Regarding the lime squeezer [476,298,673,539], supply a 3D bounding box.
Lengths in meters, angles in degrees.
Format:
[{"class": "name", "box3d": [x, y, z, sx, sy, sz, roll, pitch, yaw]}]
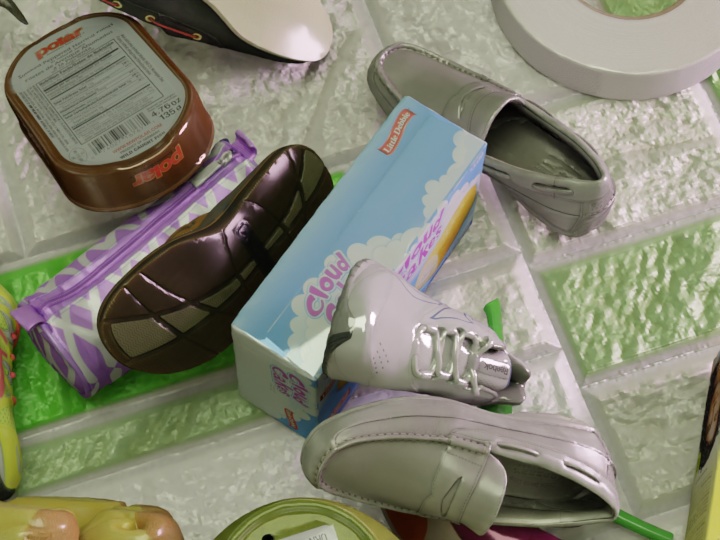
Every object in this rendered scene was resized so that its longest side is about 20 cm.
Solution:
[{"class": "lime squeezer", "box3d": [0.116, 0.111, 1.096, 0.070, 0.038, 0.200, -14, 59, -43]}]

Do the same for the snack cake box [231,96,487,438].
[{"class": "snack cake box", "box3d": [0.000, 0.000, 1.098, 0.067, 0.115, 0.200, 31, 68, 12]}]

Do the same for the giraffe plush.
[{"class": "giraffe plush", "box3d": [-0.206, 0.216, 0.983, 0.199, 0.173, 0.163, 5, 85, -12]}]

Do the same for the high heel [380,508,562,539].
[{"class": "high heel", "box3d": [0.088, 0.166, 1.060, 0.096, 0.068, 0.200, -22, 62, -36]}]

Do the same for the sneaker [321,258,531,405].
[{"class": "sneaker", "box3d": [0.043, 0.043, 1.011, 0.087, 0.200, 0.075, 16, 90, 27]}]

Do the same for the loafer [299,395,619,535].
[{"class": "loafer", "box3d": [0.063, 0.119, 0.995, 0.199, 0.070, 0.070, 3, 36, -21]}]

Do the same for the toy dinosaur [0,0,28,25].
[{"class": "toy dinosaur", "box3d": [-0.326, -0.206, 1.234, 0.199, 0.077, 0.103, 32, 79, 9]}]

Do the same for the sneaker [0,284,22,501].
[{"class": "sneaker", "box3d": [-0.250, 0.050, 1.097, 0.090, 0.078, 0.201, -10, 77, -49]}]

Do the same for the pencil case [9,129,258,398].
[{"class": "pencil case", "box3d": [-0.133, -0.005, 1.117, 0.084, 0.086, 0.200, 38, 69, 25]}]

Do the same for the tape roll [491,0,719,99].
[{"class": "tape roll", "box3d": [0.196, -0.220, 1.252, 0.201, 0.037, 0.204, 0, 63, 0]}]

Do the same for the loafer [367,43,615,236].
[{"class": "loafer", "box3d": [0.091, -0.101, 1.165, 0.199, 0.070, 0.070, 33, 68, 15]}]

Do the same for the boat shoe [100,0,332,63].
[{"class": "boat shoe", "box3d": [-0.112, -0.199, 1.196, 0.201, 0.063, 0.074, 22, 64, -26]}]

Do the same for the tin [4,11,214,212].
[{"class": "tin", "box3d": [-0.174, -0.113, 1.154, 0.112, 0.042, 0.200, -29, 42, -13]}]

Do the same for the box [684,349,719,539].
[{"class": "box", "box3d": [0.237, 0.136, 1.057, 0.050, 0.075, 0.201, 12, 63, 3]}]

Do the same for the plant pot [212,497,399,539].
[{"class": "plant pot", "box3d": [-0.032, 0.204, 0.950, 0.186, 0.200, 0.188, 0, 64, 0]}]

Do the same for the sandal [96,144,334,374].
[{"class": "sandal", "box3d": [-0.094, -0.009, 1.070, 0.054, 0.082, 0.200, 1, 42, 46]}]
